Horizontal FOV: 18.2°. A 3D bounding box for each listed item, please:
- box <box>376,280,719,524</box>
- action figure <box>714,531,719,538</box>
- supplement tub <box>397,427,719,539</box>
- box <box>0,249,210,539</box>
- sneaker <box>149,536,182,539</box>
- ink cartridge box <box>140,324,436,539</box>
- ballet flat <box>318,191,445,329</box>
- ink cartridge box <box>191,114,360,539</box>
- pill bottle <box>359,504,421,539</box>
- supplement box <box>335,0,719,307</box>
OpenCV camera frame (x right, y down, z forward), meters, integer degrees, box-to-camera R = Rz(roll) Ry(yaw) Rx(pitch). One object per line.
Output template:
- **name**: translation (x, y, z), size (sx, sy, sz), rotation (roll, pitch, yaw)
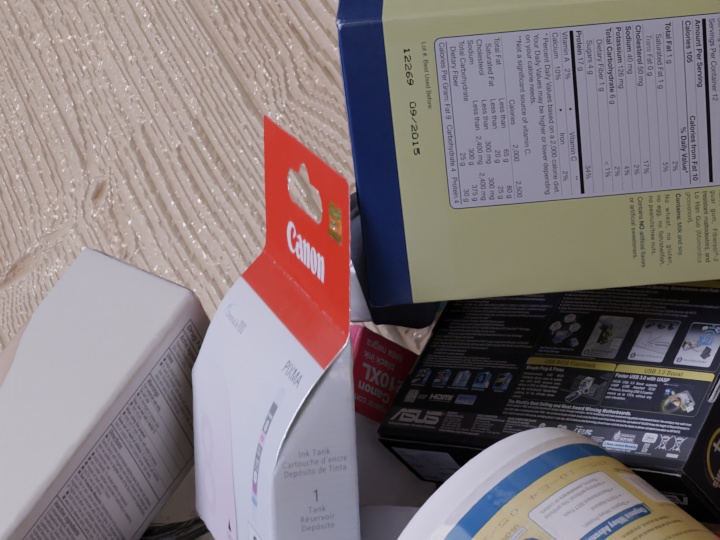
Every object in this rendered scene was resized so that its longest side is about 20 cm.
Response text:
- **box**: translation (0.119, 0.034, 1.084), size (0.199, 0.049, 0.162), rotation (1, 56, 48)
- **action figure**: translation (0.241, 0.091, 0.939), size (0.200, 0.098, 0.066), rotation (128, 145, -47)
- **supplement tub**: translation (0.113, 0.174, 0.926), size (0.200, 0.144, 0.145), rotation (37, 96, 33)
- **box**: translation (-0.153, 0.099, 1.129), size (0.077, 0.095, 0.200), rotation (21, 61, 31)
- **sneaker**: translation (-0.106, 0.226, 1.083), size (0.076, 0.090, 0.202), rotation (-17, 65, 43)
- **ink cartridge box**: translation (-0.043, 0.139, 1.194), size (0.144, 0.084, 0.201), rotation (-6, 63, 46)
- **ballet flat**: translation (0.000, 0.000, 1.193), size (0.073, 0.073, 0.200), rotation (-57, 9, 4)
- **ink cartridge box**: translation (-0.043, 0.043, 1.039), size (0.163, 0.057, 0.202), rotation (-139, 41, -68)
- **pill bottle**: translation (0.015, 0.220, 1.055), size (0.114, 0.114, 0.201), rotation (-16, 56, 41)
- **supplement box**: translation (0.098, -0.094, 1.022), size (0.198, 0.135, 0.200), rotation (-4, 27, 5)
